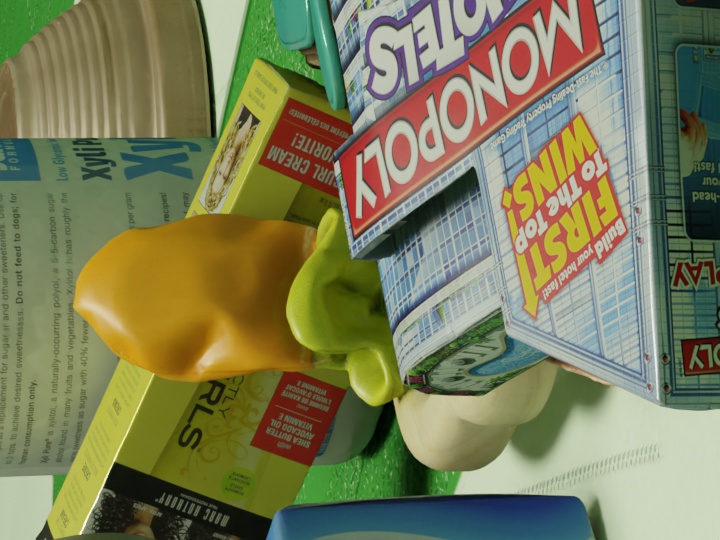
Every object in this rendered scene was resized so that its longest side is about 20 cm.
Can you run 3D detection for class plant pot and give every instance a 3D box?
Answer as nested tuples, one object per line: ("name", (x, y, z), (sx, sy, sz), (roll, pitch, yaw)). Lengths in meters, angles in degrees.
("plant pot", (-0.141, -0.059, 1.473), (0.201, 0.092, 0.202), (178, 90, -76))

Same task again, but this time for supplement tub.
("supplement tub", (-0.096, 0.014, 1.095), (0.132, 0.199, 0.133), (180, 90, -75))

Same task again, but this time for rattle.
("rattle", (0.000, 0.000, 0.869), (0.200, 0.142, 0.131), (-130, 59, -76))

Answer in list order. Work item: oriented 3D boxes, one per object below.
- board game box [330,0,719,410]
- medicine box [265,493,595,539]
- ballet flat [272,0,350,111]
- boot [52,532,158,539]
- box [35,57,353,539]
("board game box", (0.052, -0.044, 0.733), (0.200, 0.061, 0.201), (-35, 59, 53))
("medicine box", (0.019, 0.200, 0.860), (0.183, 0.102, 0.201), (109, 155, -52))
("ballet flat", (0.009, -0.092, 0.937), (0.200, 0.065, 0.071), (-116, 20, -75))
("boot", (-0.069, 0.205, 0.855), (0.182, 0.072, 0.201), (85, 180, -48))
("box", (-0.042, 0.031, 1.012), (0.201, 0.075, 0.050), (-64, 21, 8))
